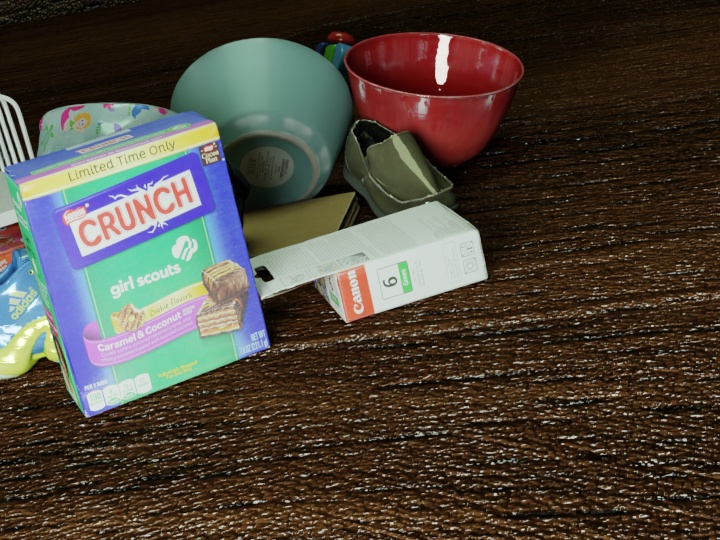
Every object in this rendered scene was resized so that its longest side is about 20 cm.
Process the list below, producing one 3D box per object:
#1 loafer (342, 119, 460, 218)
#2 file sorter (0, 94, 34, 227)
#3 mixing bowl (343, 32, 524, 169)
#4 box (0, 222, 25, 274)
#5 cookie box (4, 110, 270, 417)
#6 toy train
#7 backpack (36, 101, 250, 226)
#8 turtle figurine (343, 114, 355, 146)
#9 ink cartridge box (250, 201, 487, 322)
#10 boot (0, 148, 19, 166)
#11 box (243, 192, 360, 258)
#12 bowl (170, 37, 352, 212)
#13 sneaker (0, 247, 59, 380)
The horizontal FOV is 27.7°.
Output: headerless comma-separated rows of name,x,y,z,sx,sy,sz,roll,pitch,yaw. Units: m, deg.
loafer,0.033,-0.102,1.494,0.075,0.070,0.200,-21,30,-22
file sorter,-0.405,-0.112,1.438,0.138,0.125,0.200,-20,20,-21
mixing bowl,0.077,-0.181,1.615,0.198,0.109,0.201,3,28,-2
box,-0.365,0.012,1.404,0.095,0.100,0.200,-22,21,-25
cookie box,-0.180,-0.008,1.191,0.170,0.201,0.075,-20,20,-20
toy train,0.050,-0.225,1.747,0.199,0.085,0.116,15,-3,-24
backpack,-0.211,-0.071,1.354,0.176,0.200,0.152,-1,63,19
turtle figurine,-0.112,-0.171,1.757,0.199,0.101,0.149,-7,30,-41
ink cartridge box,0.000,0.000,1.285,0.199,0.051,0.109,-18,20,-11
boot,-0.551,-0.111,1.890,0.210,0.080,0.158,17,40,36
box,-0.109,-0.032,1.481,0.198,0.021,0.164,-9,19,12
bowl,-0.105,-0.137,1.562,0.199,0.202,0.106,-11,46,6
sneaker,-0.256,0.023,1.295,0.199,0.106,0.076,-19,20,-17
